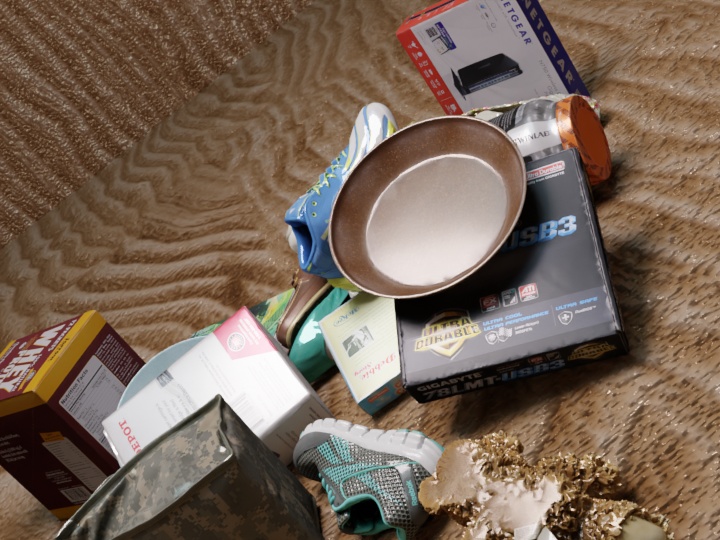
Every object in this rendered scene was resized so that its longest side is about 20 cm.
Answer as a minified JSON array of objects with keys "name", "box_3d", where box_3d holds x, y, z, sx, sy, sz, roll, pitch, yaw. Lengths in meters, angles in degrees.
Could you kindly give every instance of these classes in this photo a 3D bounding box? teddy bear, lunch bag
[{"name":"teddy bear","box_3d":[0.130,0.187,0.686,0.199,0.067,0.146,0,53,45]},{"name":"lunch bag","box_3d":[-0.151,0.239,0.847,0.199,0.164,0.118,-36,29,2]}]

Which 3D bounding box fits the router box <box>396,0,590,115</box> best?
[{"name":"router box","box_3d":[0.171,-0.267,1.246,0.179,0.200,0.049,-14,32,42]}]

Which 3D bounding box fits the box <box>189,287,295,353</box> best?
[{"name":"box","box_3d":[-0.169,0.109,1.263,0.199,0.036,0.145,-23,29,30]}]

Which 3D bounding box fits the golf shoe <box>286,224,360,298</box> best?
[{"name":"golf shoe","box_3d":[0.000,0.000,1.078,0.198,0.078,0.098,14,66,15]}]

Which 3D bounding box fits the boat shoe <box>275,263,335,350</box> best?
[{"name":"boat shoe","box_3d":[-0.052,0.024,1.181,0.067,0.072,0.200,15,45,23]}]

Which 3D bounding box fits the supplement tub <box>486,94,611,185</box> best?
[{"name":"supplement tub","box_3d":[0.169,-0.113,1.073,0.199,0.123,0.123,-22,29,35]}]

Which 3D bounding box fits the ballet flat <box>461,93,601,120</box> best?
[{"name":"ballet flat","box_3d":[0.201,-0.182,1.202,0.199,0.064,0.076,-7,72,43]}]

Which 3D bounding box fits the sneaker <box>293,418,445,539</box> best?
[{"name":"sneaker","box_3d":[-0.005,0.188,0.850,0.199,0.078,0.092,-8,41,51]}]

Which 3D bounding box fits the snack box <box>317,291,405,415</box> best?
[{"name":"snack box","box_3d":[0.061,0.046,0.995,0.199,0.037,0.117,-35,50,7]}]

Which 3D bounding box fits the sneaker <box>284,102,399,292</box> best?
[{"name":"sneaker","box_3d":[-0.019,-0.081,0.995,0.076,0.104,0.202,-2,82,58]}]

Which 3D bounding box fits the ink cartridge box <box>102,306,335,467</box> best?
[{"name":"ink cartridge box","box_3d":[-0.149,0.162,1.012,0.200,0.084,0.145,-40,55,-4]}]

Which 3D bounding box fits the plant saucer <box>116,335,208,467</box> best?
[{"name":"plant saucer","box_3d":[-0.184,0.172,1.102,0.199,0.039,0.202,-8,56,12]}]

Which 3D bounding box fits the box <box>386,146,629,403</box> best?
[{"name":"box","box_3d":[0.127,0.004,0.882,0.199,0.050,0.200,-16,56,19]}]

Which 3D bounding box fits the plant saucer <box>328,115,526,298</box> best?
[{"name":"plant saucer","box_3d":[0.065,-0.054,0.899,0.199,0.037,0.202,-15,53,21]}]

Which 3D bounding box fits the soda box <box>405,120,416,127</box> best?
[{"name":"soda box","box_3d":[0.097,-0.145,1.303,0.068,0.064,0.200,-40,23,-3]}]

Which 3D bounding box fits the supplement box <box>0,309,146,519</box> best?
[{"name":"supplement box","box_3d":[-0.351,0.183,1.185,0.196,0.200,0.133,-18,30,37]}]

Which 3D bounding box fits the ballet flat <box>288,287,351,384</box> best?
[{"name":"ballet flat","box_3d":[-0.011,0.051,1.113,0.070,0.068,0.201,5,48,38]}]
